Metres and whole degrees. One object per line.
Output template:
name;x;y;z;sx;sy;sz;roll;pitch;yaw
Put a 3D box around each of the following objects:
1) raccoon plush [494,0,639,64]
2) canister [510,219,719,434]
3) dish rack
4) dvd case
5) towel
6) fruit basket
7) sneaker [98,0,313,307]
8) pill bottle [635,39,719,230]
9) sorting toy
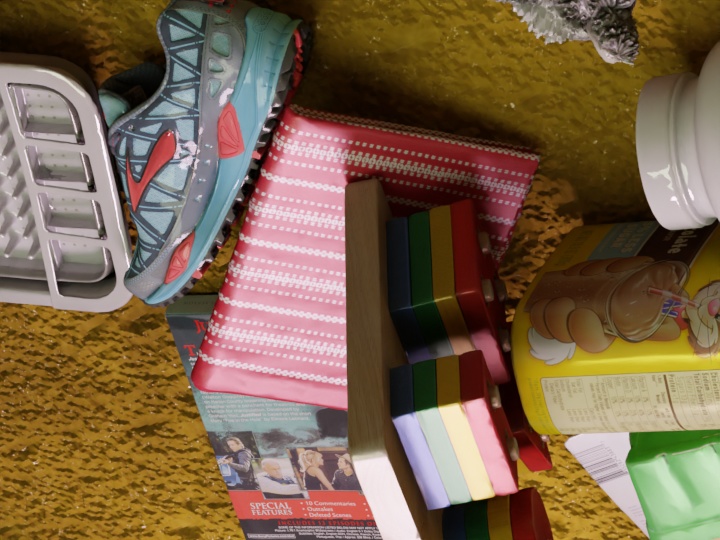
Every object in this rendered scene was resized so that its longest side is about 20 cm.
raccoon plush;0.090;-0.155;1.366;0.134;0.200;0.097;25;89;-5
canister;0.191;0.025;1.495;0.200;0.149;0.087;-4;114;25
dish rack;-0.222;-0.060;1.643;0.200;0.044;0.172;4;132;16
dvd case;-0.020;0.095;1.721;0.146;0.022;0.200;-2;130;21
towel;0.000;0.000;1.586;0.145;0.022;0.200;9;129;-16
fruit basket;0.239;0.123;1.623;0.185;0.094;0.200;-17;138;32
sneaker;-0.096;-0.071;1.574;0.096;0.079;0.200;27;124;2
pill bottle;0.239;-0.069;1.419;0.200;0.112;0.112;-6;127;25
sorting toy;0.053;0.083;1.514;0.070;0.200;0.199;-13;131;10
